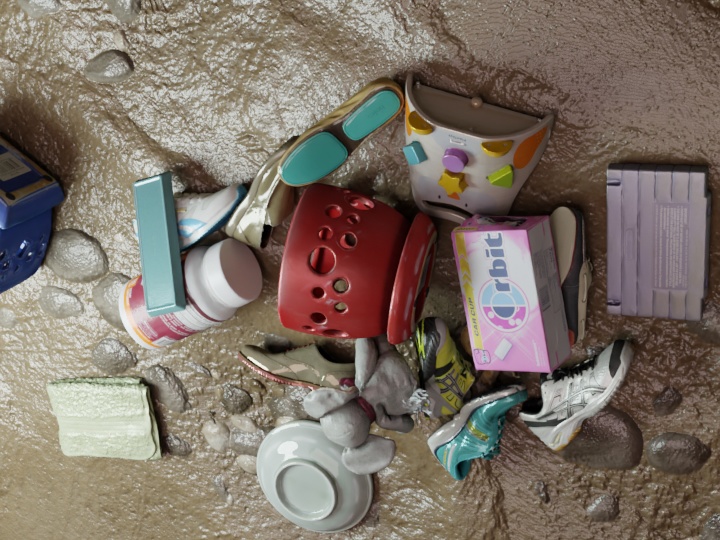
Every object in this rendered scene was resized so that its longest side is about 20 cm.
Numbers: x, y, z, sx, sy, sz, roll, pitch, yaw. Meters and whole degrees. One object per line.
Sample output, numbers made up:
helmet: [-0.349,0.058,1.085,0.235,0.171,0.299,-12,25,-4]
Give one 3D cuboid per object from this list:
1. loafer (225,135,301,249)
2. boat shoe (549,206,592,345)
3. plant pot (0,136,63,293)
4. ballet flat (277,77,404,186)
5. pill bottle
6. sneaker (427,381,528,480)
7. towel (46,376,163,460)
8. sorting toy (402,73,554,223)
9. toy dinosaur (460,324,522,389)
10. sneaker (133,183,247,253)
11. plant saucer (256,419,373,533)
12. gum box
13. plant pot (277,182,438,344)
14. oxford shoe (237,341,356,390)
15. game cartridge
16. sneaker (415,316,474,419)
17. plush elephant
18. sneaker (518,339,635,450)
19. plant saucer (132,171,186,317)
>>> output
loafer: [-0.119,-0.107,1.643,0.067,0.076,0.200,38,130,1]
boat shoe: [0.273,0.010,1.541,0.062,0.071,0.202,-7,114,-21]
plant pot: [-0.577,-0.091,1.766,0.199,0.200,0.181,37,114,3]
ballet flat: [-0.026,-0.184,1.555,0.199,0.063,0.069,-33,119,13]
pill bottle: [-0.249,0.033,1.728,0.199,0.114,0.115,-24,102,28]
sneaker: [0.177,0.224,1.655,0.080,0.077,0.200,58,133,21]
towel: [-0.423,0.245,1.937,0.198,0.036,0.150,0,111,22]
sorting toy: [0.133,-0.133,1.528,0.198,0.107,0.181,18,137,14]
toy dinosaur: [0.183,0.083,1.609,0.100,0.058,0.202,-5,110,25]
sneaker: [-0.250,-0.080,1.704,0.199,0.076,0.081,-29,92,26]
plant saucer: [-0.079,0.333,1.829,0.198,0.050,0.203,9,116,18]
gum box: [0.194,0.025,1.510,0.112,0.066,0.202,-1,108,37]
plant pot: [0.000,0.000,1.568,0.180,0.201,0.203,15,117,9]
oxford shoe: [-0.087,0.138,1.749,0.198,0.070,0.076,18,93,13]
game cartridge: [0.378,-0.036,1.493,0.128,0.038,0.202,3,113,17]
sneaker: [0.118,0.130,1.630,0.075,0.076,0.201,-8,142,-1]
plush elephant: [0.003,0.185,1.628,0.154,0.200,0.166,-26,110,-7]
sneaker: [0.288,0.158,1.589,0.087,0.076,0.201,37,120,3]
plant saucer: [-0.291,-0.038,1.681,0.069,0.019,0.203,-12,81,31]
